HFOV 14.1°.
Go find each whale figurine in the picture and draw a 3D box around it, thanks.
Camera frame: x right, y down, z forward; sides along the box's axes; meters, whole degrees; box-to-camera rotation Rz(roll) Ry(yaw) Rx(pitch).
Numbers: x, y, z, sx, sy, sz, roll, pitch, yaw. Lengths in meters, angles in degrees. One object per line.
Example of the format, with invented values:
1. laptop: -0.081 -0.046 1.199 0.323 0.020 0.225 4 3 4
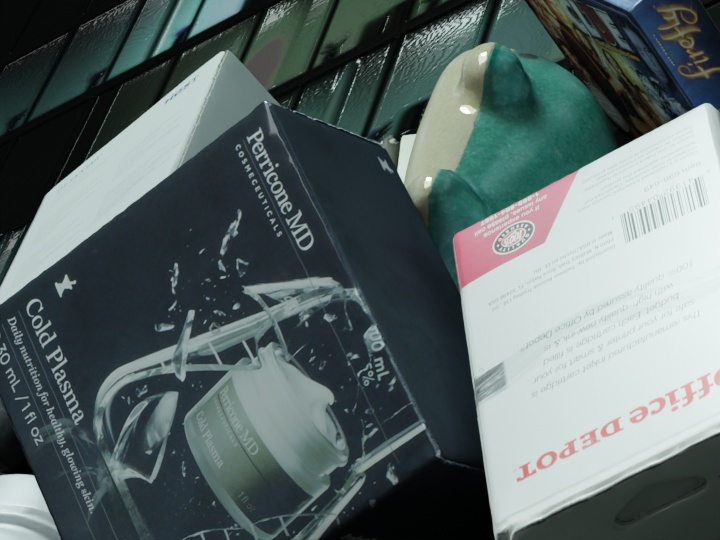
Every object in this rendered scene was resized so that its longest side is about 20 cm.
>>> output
1. whale figurine: 0.075 -0.038 1.512 0.103 0.160 0.200 11 20 12

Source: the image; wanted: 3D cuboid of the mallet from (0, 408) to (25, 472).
1. mallet: -0.151 0.120 1.603 0.066 0.041 0.200 -46 49 -2

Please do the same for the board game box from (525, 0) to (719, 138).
1. board game box: 0.150 -0.115 1.550 0.035 0.136 0.200 -39 23 -5

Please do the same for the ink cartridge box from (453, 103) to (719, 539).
1. ink cartridge box: 0.129 0.042 1.306 0.145 0.085 0.201 -27 37 18

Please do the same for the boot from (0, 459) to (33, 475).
1. boot: -0.139 0.074 1.700 0.198 0.073 0.163 -9 38 50

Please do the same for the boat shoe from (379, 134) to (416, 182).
1. boat shoe: 0.000 0.000 1.566 0.060 0.072 0.202 -3 36 12

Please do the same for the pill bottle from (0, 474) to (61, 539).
1. pill bottle: -0.194 0.204 1.488 0.113 0.114 0.200 -23 28 31

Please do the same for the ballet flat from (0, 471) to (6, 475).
1. ballet flat: -0.257 0.191 1.640 0.200 0.068 0.075 -45 54 -7

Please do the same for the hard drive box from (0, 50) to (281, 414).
1. hard drive box: -0.120 -0.013 1.607 0.156 0.077 0.200 -37 18 25

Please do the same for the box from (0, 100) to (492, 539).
1. box: -0.048 0.063 1.381 0.196 0.124 0.201 -36 66 19

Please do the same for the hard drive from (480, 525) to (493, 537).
1. hard drive: 0.118 0.034 1.448 0.199 0.038 0.140 -35 24 5
